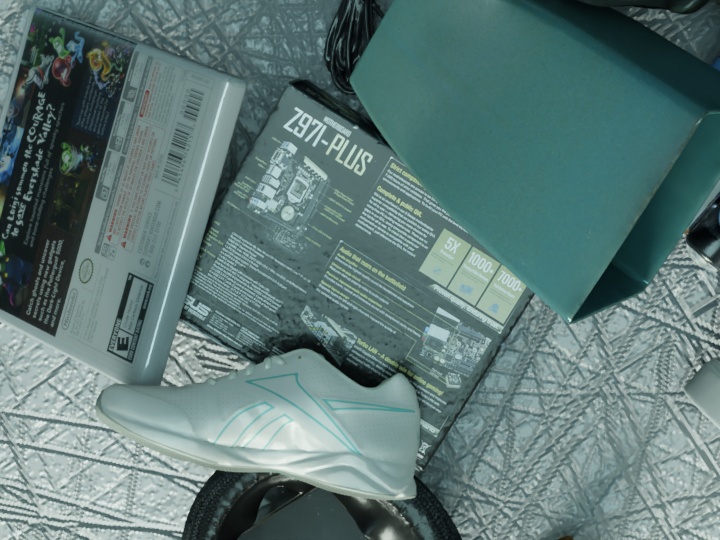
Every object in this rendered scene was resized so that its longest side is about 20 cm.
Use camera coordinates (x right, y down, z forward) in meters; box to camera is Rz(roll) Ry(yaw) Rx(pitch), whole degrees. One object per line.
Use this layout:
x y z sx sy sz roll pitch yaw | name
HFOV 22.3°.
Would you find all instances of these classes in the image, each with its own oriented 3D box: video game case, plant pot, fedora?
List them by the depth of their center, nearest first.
0.104 -0.093 1.070 0.199 0.141 0.142 38 112 18 | plant pot
-0.168 -0.048 1.150 0.181 0.023 0.202 22 100 34 | video game case
-0.018 0.195 1.180 0.198 0.092 0.203 0 94 6 | fedora

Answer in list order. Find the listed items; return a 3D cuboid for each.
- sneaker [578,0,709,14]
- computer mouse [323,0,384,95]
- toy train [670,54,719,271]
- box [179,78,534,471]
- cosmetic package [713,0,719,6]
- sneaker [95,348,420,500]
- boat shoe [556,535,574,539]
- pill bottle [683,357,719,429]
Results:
0.121 -0.194 1.036 0.198 0.086 0.081 12 129 24 | sneaker
0.079 -0.174 1.152 0.198 0.046 0.142 8 105 14 | computer mouse
0.255 -0.098 1.134 0.114 0.087 0.200 41 100 7 | toy train
0.000 0.000 1.157 0.199 0.086 0.165 31 99 0 | box
0.178 -0.251 1.108 0.199 0.103 0.087 38 99 -3 | cosmetic package
-0.059 0.085 1.100 0.198 0.070 0.081 11 82 -5 | sneaker
0.098 0.265 1.195 0.070 0.070 0.201 36 105 -5 | boat shoe
0.296 0.028 1.129 0.112 0.112 0.200 41 97 -2 | pill bottle
